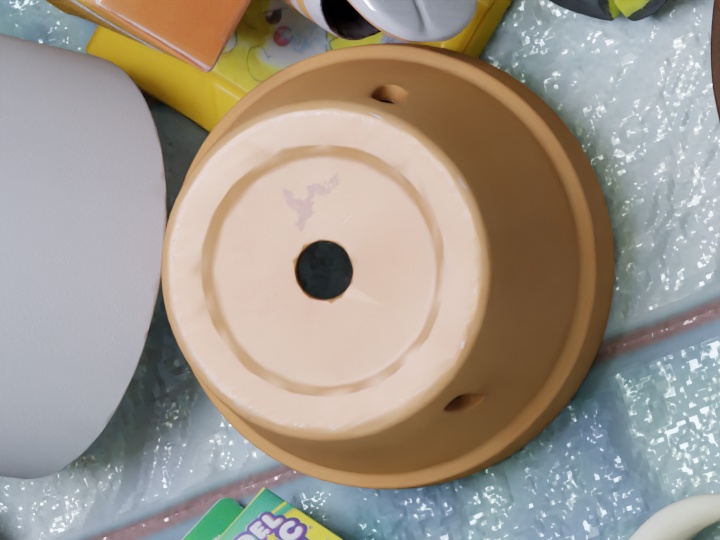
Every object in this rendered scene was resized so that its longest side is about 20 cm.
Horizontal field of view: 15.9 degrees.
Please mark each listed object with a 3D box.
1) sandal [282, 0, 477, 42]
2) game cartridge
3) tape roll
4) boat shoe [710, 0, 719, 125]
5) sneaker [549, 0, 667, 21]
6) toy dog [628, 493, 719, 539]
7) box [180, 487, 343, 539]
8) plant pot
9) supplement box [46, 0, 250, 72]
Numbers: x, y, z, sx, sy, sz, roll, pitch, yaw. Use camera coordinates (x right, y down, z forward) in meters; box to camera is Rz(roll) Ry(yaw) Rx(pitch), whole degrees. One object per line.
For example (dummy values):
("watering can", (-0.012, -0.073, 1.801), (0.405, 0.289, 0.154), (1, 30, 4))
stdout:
("sandal", (-0.019, -0.153, 1.156), (0.207, 0.079, 0.059), (55, 129, 37))
("game cartridge", (-0.015, -0.147, 1.203), (0.176, 0.032, 0.200), (32, 97, 24))
("tape roll", (-0.197, -0.012, 1.162), (0.202, 0.139, 0.203), (-18, 67, 51))
("boat shoe", (0.182, -0.133, 1.095), (0.072, 0.068, 0.201), (5, 85, 24))
("sneaker", (0.127, -0.184, 1.077), (0.200, 0.074, 0.085), (135, 143, -56))
("toy dog", (0.189, 0.180, 1.028), (0.200, 0.140, 0.194), (-8, 43, 24))
("box", (-0.020, 0.180, 1.125), (0.200, 0.048, 0.117), (30, 63, 25))
("plant pot", (0.000, 0.000, 1.096), (0.199, 0.140, 0.201), (0, 92, 14))
("supplement box", (-0.112, -0.146, 1.168), (0.067, 0.069, 0.200), (-62, 26, 0))
